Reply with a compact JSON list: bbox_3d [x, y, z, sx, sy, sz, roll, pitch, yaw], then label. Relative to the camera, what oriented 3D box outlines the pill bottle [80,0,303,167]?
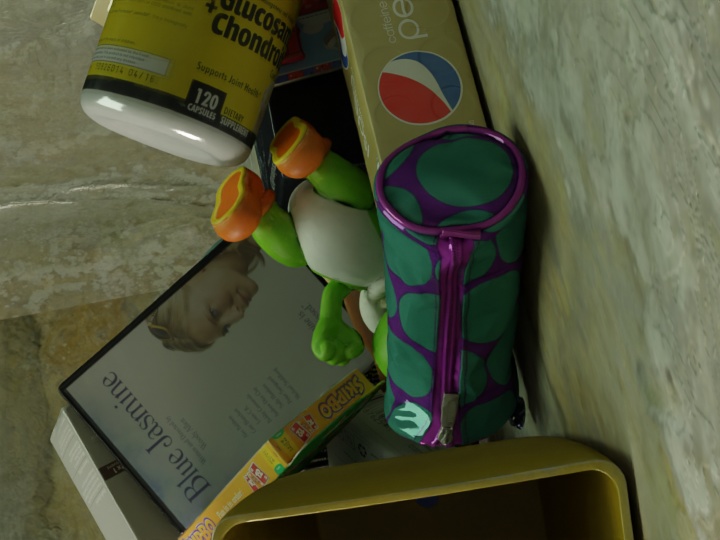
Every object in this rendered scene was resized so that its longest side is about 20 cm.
[{"bbox_3d":[-0.093,-0.174,1.078,0.112,0.112,0.200,154,135,-83],"label":"pill bottle"}]

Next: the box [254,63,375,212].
[{"bbox_3d":[-0.025,-0.146,1.245,0.197,0.117,0.200,111,146,-78],"label":"box"}]

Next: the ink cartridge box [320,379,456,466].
[{"bbox_3d":[0.049,0.199,1.182,0.198,0.047,0.200,33,140,46],"label":"ink cartridge box"}]

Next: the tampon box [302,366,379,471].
[{"bbox_3d":[-0.007,0.124,1.366,0.200,0.150,0.126,-108,12,-50],"label":"tampon box"}]

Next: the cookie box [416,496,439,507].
[{"bbox_3d":[0.020,0.219,1.118,0.171,0.075,0.200,62,151,0],"label":"cookie box"}]

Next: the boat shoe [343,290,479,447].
[{"bbox_3d":[0.047,0.070,1.220,0.070,0.070,0.200,-36,-64,-56],"label":"boat shoe"}]

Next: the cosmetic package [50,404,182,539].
[{"bbox_3d":[-0.139,0.177,1.298,0.200,0.107,0.090,56,153,12],"label":"cosmetic package"}]

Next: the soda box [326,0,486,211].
[{"bbox_3d":[0.026,-0.124,1.038,0.064,0.068,0.200,93,165,-67],"label":"soda box"}]

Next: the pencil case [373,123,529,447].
[{"bbox_3d":[0.052,0.015,0.971,0.200,0.085,0.092,86,-174,-47],"label":"pencil case"}]

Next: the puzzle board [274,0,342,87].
[{"bbox_3d":[-0.063,-0.196,1.141,0.017,0.200,0.151,29,-132,-75],"label":"puzzle board"}]

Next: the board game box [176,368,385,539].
[{"bbox_3d":[-0.059,0.135,1.162,0.030,0.096,0.200,49,138,4],"label":"board game box"}]

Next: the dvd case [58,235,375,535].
[{"bbox_3d":[-0.101,0.073,1.253,0.143,0.200,0.018,48,178,6],"label":"dvd case"}]

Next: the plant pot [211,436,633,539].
[{"bbox_3d":[0.044,0.186,0.920,0.176,0.200,0.200,-81,-19,-80],"label":"plant pot"}]

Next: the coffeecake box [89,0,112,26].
[{"bbox_3d":[-0.111,-0.274,1.322,0.154,0.073,0.200,-61,-4,40],"label":"coffeecake box"}]

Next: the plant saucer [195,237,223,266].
[{"bbox_3d":[-0.110,0.073,1.372,0.200,0.036,0.200,173,90,-81],"label":"plant saucer"}]

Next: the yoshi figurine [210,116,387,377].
[{"bbox_3d":[0.005,0.003,1.091,0.200,0.112,0.112,42,149,-23],"label":"yoshi figurine"}]
